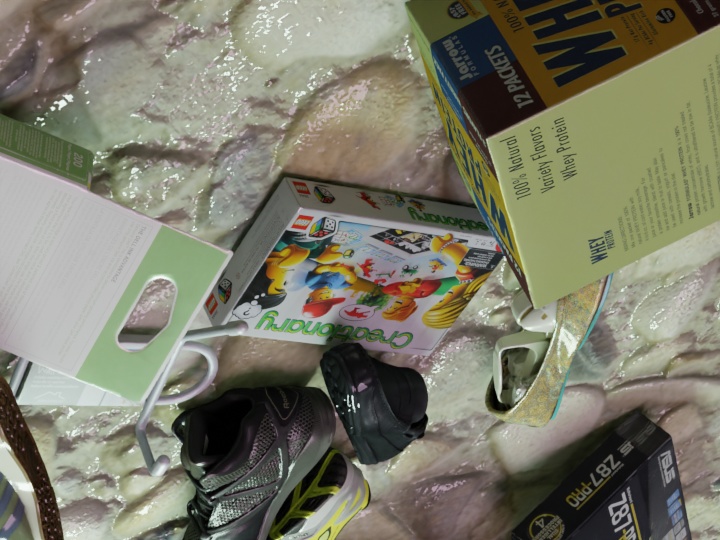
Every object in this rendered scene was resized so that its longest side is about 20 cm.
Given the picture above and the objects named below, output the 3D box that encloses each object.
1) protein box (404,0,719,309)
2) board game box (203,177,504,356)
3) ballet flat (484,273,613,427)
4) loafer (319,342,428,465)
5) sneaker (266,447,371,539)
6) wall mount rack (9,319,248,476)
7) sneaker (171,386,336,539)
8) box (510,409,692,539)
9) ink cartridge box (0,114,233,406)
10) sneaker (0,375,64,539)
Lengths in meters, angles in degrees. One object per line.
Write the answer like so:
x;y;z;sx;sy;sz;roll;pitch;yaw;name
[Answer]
0.162;-0.117;1.512;0.199;0.135;0.199;-26;143;-3;protein box
0.000;0.000;1.630;0.199;0.035;0.127;7;131;-37;board game box
0.141;0.047;1.751;0.070;0.071;0.201;-8;138;-24;ballet flat
0.014;0.093;1.697;0.070;0.068;0.201;-24;160;-2;loafer
-0.072;0.224;1.812;0.200;0.076;0.076;-38;141;15;sneaker
-0.171;0.072;1.571;0.199;0.075;0.174;2;134;-30;wall mount rack
-0.112;0.164;1.721;0.114;0.076;0.200;11;125;-37;sneaker
0.213;0.236;1.985;0.161;0.049;0.201;-43;146;-17;box
-0.199;-0.010;1.430;0.199;0.048;0.146;21;124;-19;ink cartridge box
-0.261;0.144;1.519;0.089;0.067;0.201;-10;140;2;sneaker
